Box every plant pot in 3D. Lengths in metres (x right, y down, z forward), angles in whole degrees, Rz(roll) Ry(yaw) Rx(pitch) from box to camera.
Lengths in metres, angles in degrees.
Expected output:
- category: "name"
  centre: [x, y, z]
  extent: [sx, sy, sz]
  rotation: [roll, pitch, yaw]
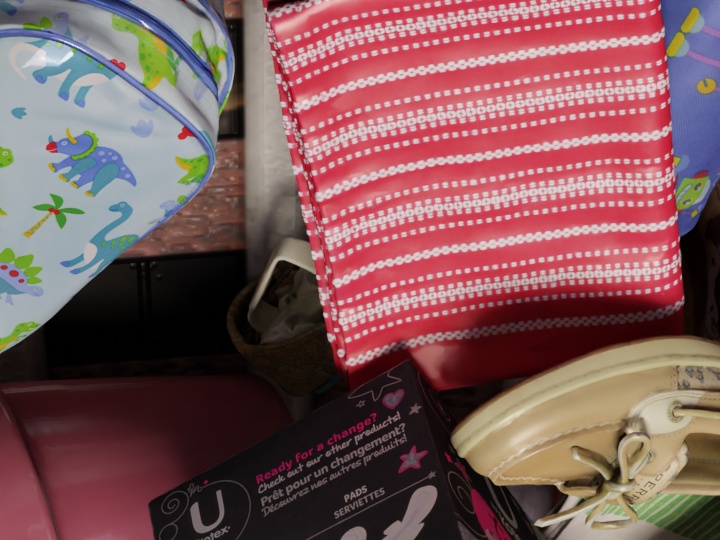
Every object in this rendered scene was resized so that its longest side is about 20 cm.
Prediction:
- category: "plant pot"
  centre: [-0.116, 0.129, 1.055]
  extent: [0.178, 0.200, 0.201]
  rotation: [-13, 134, -21]

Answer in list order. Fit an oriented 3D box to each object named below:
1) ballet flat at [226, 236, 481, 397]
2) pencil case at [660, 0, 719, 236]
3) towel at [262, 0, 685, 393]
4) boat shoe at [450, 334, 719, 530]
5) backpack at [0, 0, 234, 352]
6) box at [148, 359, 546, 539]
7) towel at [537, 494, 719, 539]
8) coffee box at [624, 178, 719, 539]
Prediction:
- category: "ballet flat"
  centre: [0.000, 0.000, 1.001]
  extent: [0.070, 0.071, 0.200]
  rotation: [17, 153, -23]
- category: "pencil case"
  centre: [0.130, -0.106, 0.893]
  extent: [0.078, 0.087, 0.201]
  rotation: [-5, 136, -34]
- category: "towel"
  centre: [0.047, -0.032, 0.885]
  extent: [0.143, 0.023, 0.201]
  rotation: [-7, 131, 5]
- category: "boat shoe"
  centre: [0.129, 0.065, 0.928]
  extent: [0.199, 0.063, 0.073]
  rotation: [-6, 159, -28]
- category: "backpack"
  centre: [-0.134, -0.058, 0.843]
  extent: [0.200, 0.154, 0.163]
  rotation: [-42, 122, 9]
- category: "box"
  centre: [0.022, 0.155, 0.960]
  extent: [0.132, 0.115, 0.200]
  rotation: [-29, 133, 10]
- category: "towel"
  centre: [0.139, 0.140, 1.061]
  extent: [0.152, 0.023, 0.200]
  rotation: [20, 125, -23]
- category: "coffee box"
  centre: [0.167, 0.037, 1.066]
  extent: [0.079, 0.113, 0.201]
  rotation: [8, 128, -16]
